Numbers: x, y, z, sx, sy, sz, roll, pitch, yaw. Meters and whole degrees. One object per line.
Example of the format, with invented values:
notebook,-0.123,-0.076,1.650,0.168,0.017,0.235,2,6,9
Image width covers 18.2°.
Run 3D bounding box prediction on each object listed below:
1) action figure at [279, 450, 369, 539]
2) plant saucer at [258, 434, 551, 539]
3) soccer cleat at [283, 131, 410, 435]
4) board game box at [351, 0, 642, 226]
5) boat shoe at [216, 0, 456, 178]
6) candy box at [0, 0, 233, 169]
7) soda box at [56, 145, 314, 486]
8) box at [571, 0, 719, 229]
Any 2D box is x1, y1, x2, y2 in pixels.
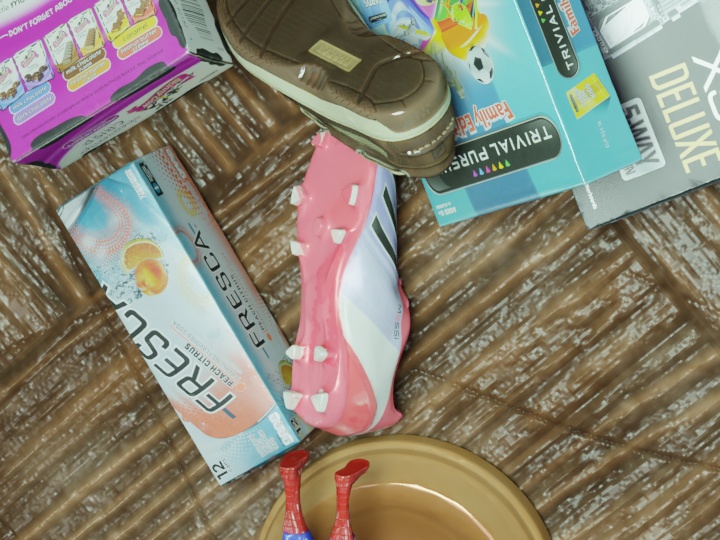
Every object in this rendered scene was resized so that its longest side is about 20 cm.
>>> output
action figure,-0.017,0.210,1.365,0.065,0.052,0.201,5,105,19
plant saucer,0.025,0.203,1.396,0.199,0.037,0.201,2,101,13
soccer cleat,0.000,0.000,1.361,0.067,0.076,0.201,3,86,48
board game box,0.064,-0.136,1.276,0.151,0.047,0.201,-16,97,59
boat shoe,-0.015,-0.111,1.306,0.075,0.202,0.075,-37,134,-9
candy box,-0.178,-0.180,1.340,0.136,0.061,0.201,-28,77,21
soda box,-0.101,0.027,1.379,0.063,0.068,0.201,-31,92,20
box,0.169,-0.145,1.292,0.157,0.050,0.201,-21,93,17
